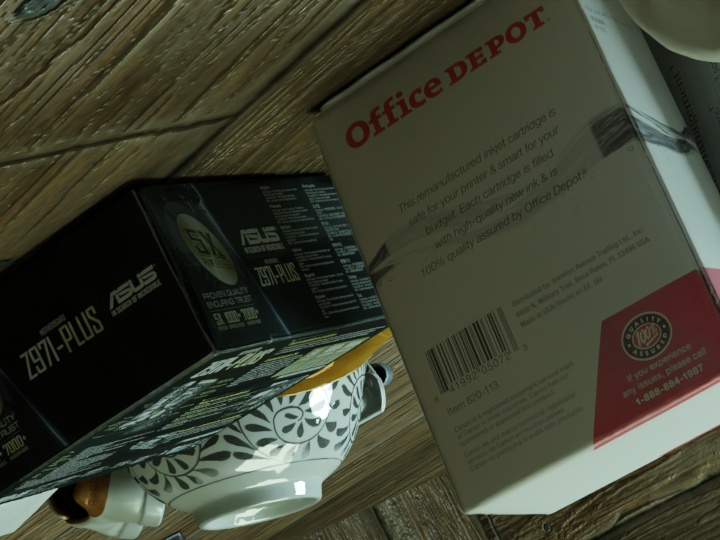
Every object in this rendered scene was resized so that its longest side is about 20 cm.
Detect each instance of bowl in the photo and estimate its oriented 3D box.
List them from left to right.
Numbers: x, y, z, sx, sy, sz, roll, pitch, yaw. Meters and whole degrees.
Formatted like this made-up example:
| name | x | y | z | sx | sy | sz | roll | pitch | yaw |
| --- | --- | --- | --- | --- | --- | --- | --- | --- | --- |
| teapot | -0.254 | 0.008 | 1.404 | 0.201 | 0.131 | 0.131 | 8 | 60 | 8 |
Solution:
| name | x | y | z | sx | sy | sz | roll | pitch | yaw |
| --- | --- | --- | --- | --- | --- | --- | --- | --- | --- |
| bowl | -0.079 | 0.122 | 1.334 | 0.199 | 0.095 | 0.201 | -13 | 165 | -4 |

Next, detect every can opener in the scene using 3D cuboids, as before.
| name | x | y | z | sx | sy | sz | roll | pitch | yaw |
| --- | --- | --- | --- | --- | --- | --- | --- | --- | --- |
| can opener | -0.057 | 0.141 | 1.735 | 0.199 | 0.054 | 0.067 | -30 | 169 | 21 |

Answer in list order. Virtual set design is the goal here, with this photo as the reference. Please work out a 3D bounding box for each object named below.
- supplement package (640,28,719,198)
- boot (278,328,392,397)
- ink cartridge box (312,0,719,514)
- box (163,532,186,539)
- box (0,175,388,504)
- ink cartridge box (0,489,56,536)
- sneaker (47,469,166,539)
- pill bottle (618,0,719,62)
| name | x | y | z | sx | sy | sz | roll | pitch | yaw |
| --- | --- | --- | --- | --- | --- | --- | --- | --- | --- |
| supplement package | 0.188 | -0.047 | 0.962 | 0.146 | 0.193 | 0.200 | -7 | 160 | -28 |
| boot | 0.001 | 0.000 | 1.166 | 0.200 | 0.071 | 0.144 | -31 | 164 | 0 |
| ink cartridge box | 0.084 | -0.012 | 0.859 | 0.146 | 0.202 | 0.083 | -31 | 158 | 26 |
| box | -0.247 | 0.455 | 2.401 | 0.163 | 0.201 | 0.166 | -26 | 171 | -6 |
| box | -0.097 | 0.031 | 0.964 | 0.163 | 0.087 | 0.200 | -32 | 169 | 26 |
| ink cartridge box | -0.282 | 0.146 | 1.133 | 0.199 | 0.060 | 0.104 | -20 | 168 | -35 |
| sneaker | -0.200 | 0.164 | 1.489 | 0.084 | 0.074 | 0.200 | 7 | 167 | -13 |
| pill bottle | 0.187 | -0.153 | 0.713 | 0.199 | 0.112 | 0.111 | -21 | 169 | -33 |
